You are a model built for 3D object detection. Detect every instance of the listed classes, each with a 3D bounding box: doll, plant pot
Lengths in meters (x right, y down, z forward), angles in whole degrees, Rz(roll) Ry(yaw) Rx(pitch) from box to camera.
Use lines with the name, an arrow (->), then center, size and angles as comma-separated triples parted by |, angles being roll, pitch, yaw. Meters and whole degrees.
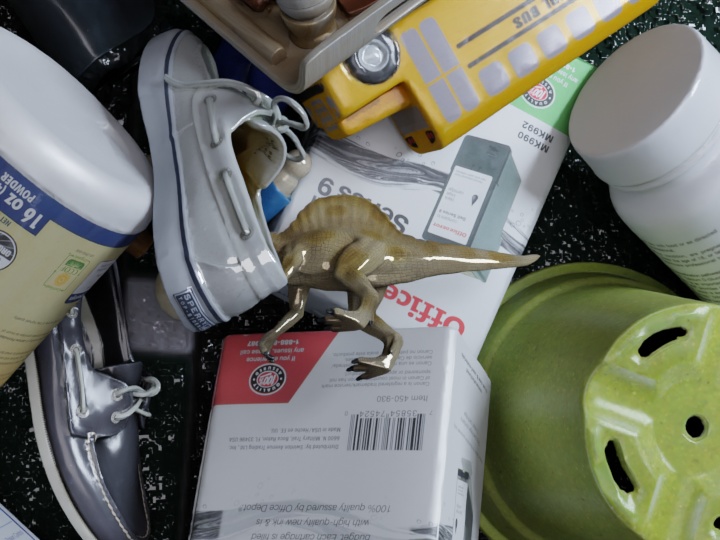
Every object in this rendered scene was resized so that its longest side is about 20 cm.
doll -> -0.076, -0.067, 0.845 | 0.048, 0.135, 0.202 | 32, 72, -47
plant pot -> 0.162, 0.089, 0.834 | 0.198, 0.184, 0.203 | 1, 86, -10

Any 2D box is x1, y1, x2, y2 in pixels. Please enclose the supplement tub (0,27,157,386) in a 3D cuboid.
supplement tub -> -0.217, -0.013, 0.750 | 0.144, 0.144, 0.200 | 43, 101, -4

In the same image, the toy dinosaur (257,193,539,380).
toy dinosaur -> 0.000, 0.000, 0.764 | 0.197, 0.059, 0.102 | 4, 53, 2

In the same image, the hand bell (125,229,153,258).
hand bell -> -0.201, -0.078, 0.845 | 0.200, 0.104, 0.104 | 43, 80, -18

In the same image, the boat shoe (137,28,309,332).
boat shoe -> -0.065, -0.064, 0.756 | 0.085, 0.075, 0.203 | -20, 45, 10

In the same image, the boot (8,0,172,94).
boot -> -0.187, -0.178, 0.792 | 0.076, 0.200, 0.169 | -35, 90, 17

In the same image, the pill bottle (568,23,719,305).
pill bottle -> 0.220, -0.046, 0.857 | 0.200, 0.113, 0.114 | 39, 80, -29

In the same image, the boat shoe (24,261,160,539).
boat shoe -> -0.151, 0.068, 0.831 | 0.062, 0.073, 0.202 | -18, 85, 13

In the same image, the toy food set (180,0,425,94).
toy food set -> -0.036, -0.194, 0.767 | 0.143, 0.061, 0.200 | -38, 60, -16

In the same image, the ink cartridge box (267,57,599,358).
ink cartridge box -> 0.036, -0.057, 0.872 | 0.145, 0.084, 0.202 | 25, 82, -9

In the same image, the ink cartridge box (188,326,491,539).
ink cartridge box -> -0.012, 0.141, 0.792 | 0.145, 0.083, 0.202 | -3, 63, 22

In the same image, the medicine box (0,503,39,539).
medicine box -> -0.247, 0.171, 0.736 | 0.200, 0.182, 0.103 | 40, 94, 4

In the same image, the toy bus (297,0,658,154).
toy bus -> 0.065, -0.130, 0.805 | 0.199, 0.065, 0.079 | -35, 100, -13
